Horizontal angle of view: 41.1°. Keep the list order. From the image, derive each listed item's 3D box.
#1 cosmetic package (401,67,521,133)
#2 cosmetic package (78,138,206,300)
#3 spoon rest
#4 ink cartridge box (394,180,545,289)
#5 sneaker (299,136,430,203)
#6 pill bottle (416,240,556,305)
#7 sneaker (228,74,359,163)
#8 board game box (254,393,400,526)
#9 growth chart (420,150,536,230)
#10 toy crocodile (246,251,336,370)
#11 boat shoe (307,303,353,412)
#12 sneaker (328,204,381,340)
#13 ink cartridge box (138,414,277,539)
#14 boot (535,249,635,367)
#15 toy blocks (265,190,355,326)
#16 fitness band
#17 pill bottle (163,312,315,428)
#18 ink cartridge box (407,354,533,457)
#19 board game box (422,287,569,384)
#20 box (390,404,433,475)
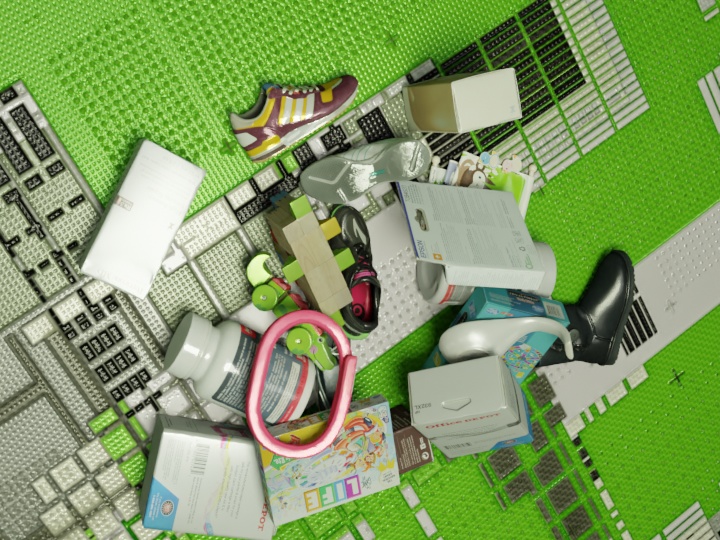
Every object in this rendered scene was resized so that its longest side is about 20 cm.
[{"bbox_3d":[0.143,-0.246,1.397,0.103,0.200,0.072,-16,103,-16],"label":"cosmetic package"},{"bbox_3d":[-0.304,-0.071,1.336,0.100,0.074,0.203,25,88,-20],"label":"cosmetic package"},{"bbox_3d":[0.214,0.106,1.423,0.196,0.061,0.100,-5,136,15],"label":"spoon rest"},{"bbox_3d":[0.153,-0.054,1.415,0.196,0.201,0.041,6,129,-13],"label":"ink cartridge box"},{"bbox_3d":[0.006,-0.152,1.437,0.196,0.080,0.072,-13,110,3],"label":"sneaker"},{"bbox_3d":[0.197,-0.003,1.497,0.196,0.114,0.116,2,97,-19],"label":"pill bottle"},{"bbox_3d":[-0.094,-0.241,1.383,0.199,0.075,0.091,-37,113,-12],"label":"sneaker"},{"bbox_3d":[-0.046,0.271,1.380,0.197,0.034,0.137,-15,109,-17],"label":"board game box"},{"bbox_3d":[0.187,-0.119,1.529,0.196,0.018,0.148,4,95,-21],"label":"growth chart"},{"bbox_3d":[-0.100,0.062,1.403,0.062,0.067,0.201,-40,86,8],"label":"toy crocodile"},{"bbox_3d":[-0.041,0.133,1.460,0.071,0.062,0.204,-7,99,-16],"label":"boat shoe"},{"bbox_3d":[0.000,0.000,1.434,0.075,0.083,0.204,-8,86,-28],"label":"sneaker"},{"bbox_3d":[-0.213,0.305,1.414,0.196,0.085,0.147,12,94,-19],"label":"ink cartridge box"},{"bbox_3d":[0.357,0.064,1.581,0.165,0.076,0.204,3,103,-23],"label":"boot"},{"bbox_3d":[-0.084,-0.027,1.390,0.099,0.136,0.202,-30,117,-13],"label":"toy blocks"},{"bbox_3d":[-0.082,0.155,1.322,0.141,0.037,0.204,14,82,-11],"label":"fitness band"},{"bbox_3d":[-0.175,0.142,1.385,0.198,0.119,0.121,28,88,-21],"label":"pill bottle"},{"bbox_3d":[0.168,0.208,1.449,0.142,0.200,0.085,-13,63,16],"label":"ink cartridge box"},{"bbox_3d":[0.207,0.116,1.495,0.148,0.047,0.201,14,130,-21],"label":"board game box"},{"bbox_3d":[0.001,0.282,1.478,0.197,0.100,0.076,-20,104,-16],"label":"box"}]
